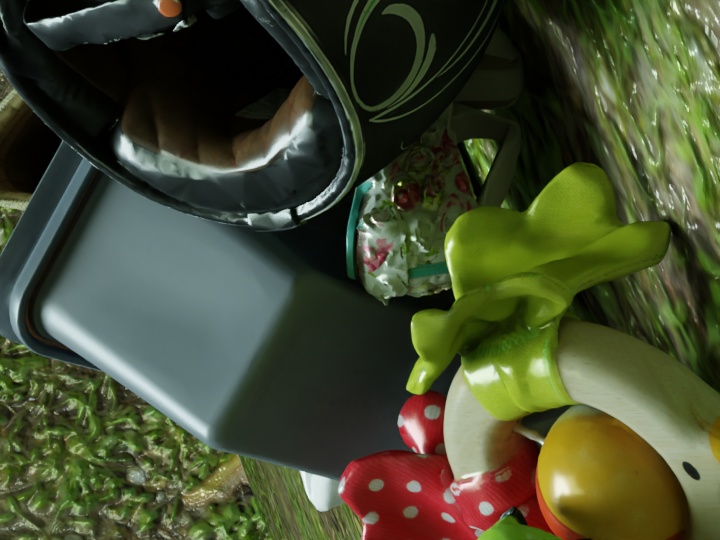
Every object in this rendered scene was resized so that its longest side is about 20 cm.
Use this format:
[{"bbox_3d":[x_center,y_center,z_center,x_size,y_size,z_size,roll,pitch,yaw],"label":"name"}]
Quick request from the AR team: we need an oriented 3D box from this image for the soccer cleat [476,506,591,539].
[{"bbox_3d":[0.044,0.172,0.996,0.200,0.067,0.081,98,-165,-50],"label":"soccer cleat"}]

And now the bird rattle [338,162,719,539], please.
[{"bbox_3d":[0.071,0.074,0.986,0.163,0.113,0.201,28,130,21],"label":"bird rattle"}]

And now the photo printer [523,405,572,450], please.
[{"bbox_3d":[0.111,0.152,1.147,0.166,0.069,0.201,157,92,-81],"label":"photo printer"}]

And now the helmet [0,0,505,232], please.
[{"bbox_3d":[-0.034,-0.136,0.985,0.200,0.199,0.191,79,-150,-50],"label":"helmet"}]

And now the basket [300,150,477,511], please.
[{"bbox_3d":[0.000,0.000,1.326,0.136,0.123,0.201,96,153,-73],"label":"basket"}]

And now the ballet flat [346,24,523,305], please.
[{"bbox_3d":[0.035,-0.065,1.085,0.076,0.064,0.201,83,-169,-50],"label":"ballet flat"}]

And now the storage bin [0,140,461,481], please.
[{"bbox_3d":[-0.029,0.014,1.119,0.134,0.146,0.200,36,-170,38],"label":"storage bin"}]

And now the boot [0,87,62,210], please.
[{"bbox_3d":[-0.067,-0.076,1.184,0.073,0.199,0.155,71,-164,8],"label":"boot"}]
